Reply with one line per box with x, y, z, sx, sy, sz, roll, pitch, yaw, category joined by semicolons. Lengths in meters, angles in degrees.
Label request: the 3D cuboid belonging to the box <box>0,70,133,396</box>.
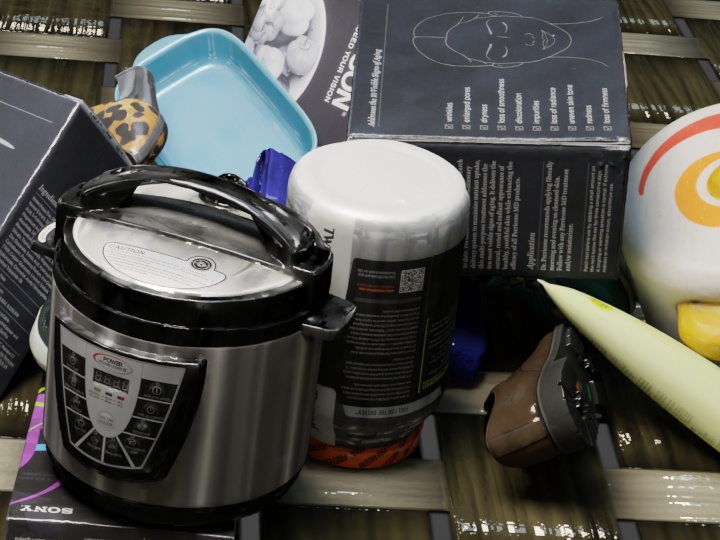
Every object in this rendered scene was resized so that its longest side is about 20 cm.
-0.276;-0.035;1.425;0.147;0.104;0.201;23;72;28;box

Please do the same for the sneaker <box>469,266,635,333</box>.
0.114;-0.006;1.553;0.199;0.078;0.080;32;33;8;sneaker

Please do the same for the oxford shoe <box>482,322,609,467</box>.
0.123;0.087;1.422;0.084;0.073;0.200;-25;1;17;oxford shoe

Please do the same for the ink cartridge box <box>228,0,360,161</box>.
-0.027;-0.126;1.672;0.199;0.199;0.043;27;7;34;ink cartridge box

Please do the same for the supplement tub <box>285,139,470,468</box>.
0.004;0.024;1.372;0.122;0.201;0.123;5;29;-3;supplement tub

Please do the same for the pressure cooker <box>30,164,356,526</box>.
-0.109;0.032;1.261;0.175;0.201;0.179;-4;29;-24;pressure cooker

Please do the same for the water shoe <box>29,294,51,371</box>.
-0.159;-0.002;1.414;0.071;0.079;0.200;32;43;8;water shoe

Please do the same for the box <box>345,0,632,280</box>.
0.091;-0.100;1.486;0.195;0.125;0.201;3;37;2;box

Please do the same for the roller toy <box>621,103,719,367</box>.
0.281;-0.026;1.507;0.200;0.140;0.182;-39;47;-11;roller toy

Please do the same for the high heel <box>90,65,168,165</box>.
-0.239;-0.078;1.590;0.199;0.072;0.143;-34;27;8;high heel

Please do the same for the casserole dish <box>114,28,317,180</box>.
-0.115;-0.114;1.654;0.121;0.039;0.200;-33;57;-12;casserole dish

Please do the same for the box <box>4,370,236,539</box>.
-0.147;0.125;1.329;0.142;0.036;0.200;5;28;-4;box

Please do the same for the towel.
0.000;0.000;1.521;0.199;0.050;0.148;29;27;-17;towel

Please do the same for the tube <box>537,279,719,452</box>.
0.208;0.064;1.433;0.200;0.058;0.052;36;53;10;tube

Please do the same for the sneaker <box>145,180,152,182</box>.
-0.198;-0.069;1.667;0.072;0.072;0.200;-33;26;-3;sneaker
